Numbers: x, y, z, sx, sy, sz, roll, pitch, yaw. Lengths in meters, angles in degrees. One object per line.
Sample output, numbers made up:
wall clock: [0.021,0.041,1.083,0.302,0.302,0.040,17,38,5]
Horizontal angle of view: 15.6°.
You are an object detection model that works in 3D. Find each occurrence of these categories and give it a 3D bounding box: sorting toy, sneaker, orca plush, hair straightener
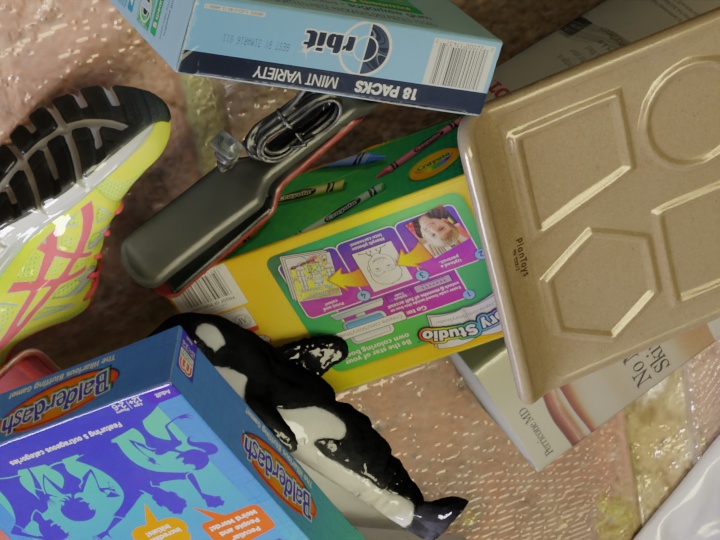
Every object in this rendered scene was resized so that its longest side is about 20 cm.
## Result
sorting toy: [0.151,-0.042,1.429,0.200,0.036,0.185,-25,123,-15]
sneaker: [-0.168,-0.019,1.447,0.200,0.078,0.090,-42,127,15]
orca plush: [-0.022,0.072,1.471,0.200,0.105,0.071,33,87,3]
hair straightener: [-0.048,-0.057,1.416,0.200,0.041,0.077,-35,164,10]

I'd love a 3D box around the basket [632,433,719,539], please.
basket: [0.281,0.195,1.739,0.123,0.136,0.200,30,102,-37]

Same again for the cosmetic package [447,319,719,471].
cosmetic package: [0.150,0.014,1.604,0.200,0.087,0.103,-37,127,-2]

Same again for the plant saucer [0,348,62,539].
plant saucer: [-0.203,0.158,1.493,0.200,0.037,0.200,-41,125,1]

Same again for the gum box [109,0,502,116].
gum box: [-0.047,-0.145,1.351,0.170,0.200,0.045,6,111,-28]

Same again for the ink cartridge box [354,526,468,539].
ink cartridge box: [-0.018,0.237,1.613,0.200,0.083,0.145,8,111,-36]

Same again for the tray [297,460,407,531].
tray: [-0.056,0.154,1.625,0.200,0.022,0.107,28,103,-34]

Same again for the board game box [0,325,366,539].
board game box: [-0.108,0.129,1.431,0.152,0.045,0.200,-21,129,24]

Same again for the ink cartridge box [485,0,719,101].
ink cartridge box: [0.176,-0.094,1.519,0.200,0.145,0.083,-32,126,-6]

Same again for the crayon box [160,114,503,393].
crayon box: [0.000,0.000,1.497,0.200,0.058,0.119,-19,128,16]
